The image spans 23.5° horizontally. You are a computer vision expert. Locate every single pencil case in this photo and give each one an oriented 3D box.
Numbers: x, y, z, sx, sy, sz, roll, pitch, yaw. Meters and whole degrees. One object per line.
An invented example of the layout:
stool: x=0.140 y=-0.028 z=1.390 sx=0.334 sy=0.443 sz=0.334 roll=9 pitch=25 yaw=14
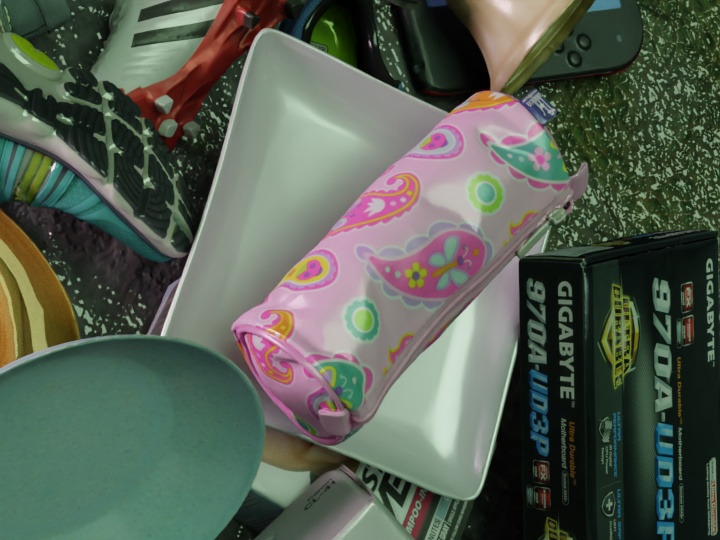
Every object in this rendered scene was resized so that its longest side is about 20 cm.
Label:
pencil case: x=0.027 y=-0.005 z=0.875 sx=0.200 sy=0.087 sz=0.088 roll=-44 pitch=98 yaw=-23

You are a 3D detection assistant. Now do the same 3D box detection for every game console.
game console: x=0.091 y=-0.216 z=1.120 sx=0.175 sy=0.031 sz=0.202 roll=-9 pitch=80 yaw=-30

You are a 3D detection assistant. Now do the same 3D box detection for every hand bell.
hand bell: x=0.045 y=-0.207 z=1.051 sx=0.200 sy=0.104 sz=0.104 roll=43 pitch=59 yaw=6

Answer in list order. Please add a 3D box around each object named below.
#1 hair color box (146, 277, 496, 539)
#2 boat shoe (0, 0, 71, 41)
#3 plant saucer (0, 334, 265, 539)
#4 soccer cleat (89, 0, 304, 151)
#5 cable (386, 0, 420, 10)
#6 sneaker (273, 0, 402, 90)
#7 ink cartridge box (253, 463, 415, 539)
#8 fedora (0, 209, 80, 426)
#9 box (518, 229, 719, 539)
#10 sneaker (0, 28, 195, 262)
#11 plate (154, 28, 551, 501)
hair color box: x=-0.032 y=0.092 z=0.946 sx=0.199 sy=0.061 sz=0.100 roll=32 pitch=63 yaw=-16
boat shoe: x=-0.207 y=-0.217 z=0.928 sx=0.061 sy=0.073 sz=0.202 roll=-15 pitch=90 yaw=-12
plant saucer: x=-0.143 y=0.096 z=0.834 sx=0.199 sy=0.202 sz=0.039 roll=-8 pitch=43 yaw=-30
soccer cleat: x=-0.118 y=-0.117 z=0.963 sx=0.085 sy=0.069 sz=0.200 roll=34 pitch=74 yaw=28
cable: x=-0.038 y=-0.227 z=1.031 sx=0.200 sy=0.050 sz=0.097 roll=44 pitch=27 yaw=-4
sneaker: x=-0.022 y=-0.075 z=0.983 sx=0.078 sy=0.089 sz=0.202 roll=7 pitch=72 yaw=-25
ink cartridge box: x=0.008 y=0.225 z=0.881 sx=0.147 sy=0.086 sz=0.200 roll=-43 pitch=106 yaw=-8
fedora: x=-0.219 y=0.032 z=0.849 sx=0.199 sy=0.082 sz=0.203 roll=8 pitch=73 yaw=-26
box: x=0.152 y=0.083 z=0.994 sx=0.158 sy=0.046 sz=0.203 roll=-9 pitch=99 yaw=-51
sneaker: x=-0.168 y=-0.064 z=0.869 sx=0.199 sy=0.080 sz=0.078 roll=34 pitch=33 yaw=-26
plate: x=0.000 y=0.000 z=0.926 sx=0.198 sy=0.032 sz=0.202 roll=22 pitch=73 yaw=-22
